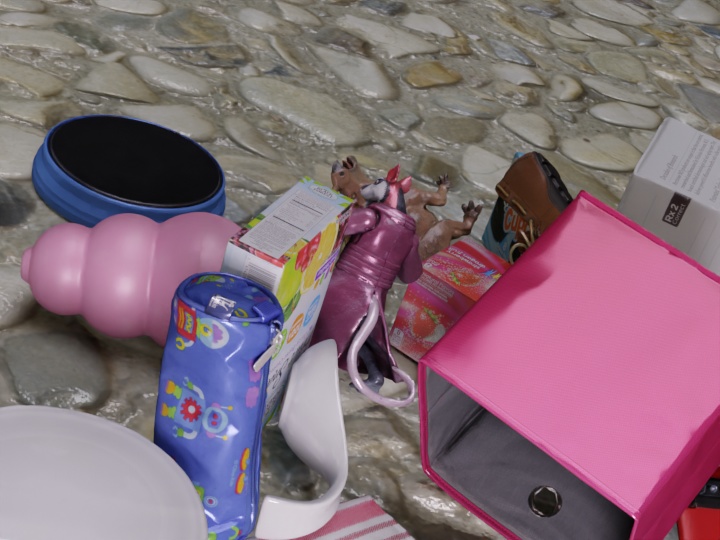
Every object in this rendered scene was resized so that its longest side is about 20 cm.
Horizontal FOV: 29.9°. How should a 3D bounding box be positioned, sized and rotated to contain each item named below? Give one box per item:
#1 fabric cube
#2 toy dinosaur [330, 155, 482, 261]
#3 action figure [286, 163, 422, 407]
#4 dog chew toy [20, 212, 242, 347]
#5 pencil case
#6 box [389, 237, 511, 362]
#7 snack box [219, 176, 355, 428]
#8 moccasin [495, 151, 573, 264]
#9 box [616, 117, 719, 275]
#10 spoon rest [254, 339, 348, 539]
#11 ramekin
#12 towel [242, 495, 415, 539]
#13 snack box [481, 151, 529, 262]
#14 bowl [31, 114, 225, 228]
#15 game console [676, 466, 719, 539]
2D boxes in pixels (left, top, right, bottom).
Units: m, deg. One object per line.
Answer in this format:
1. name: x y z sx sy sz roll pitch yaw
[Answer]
1. fabric cube: 0.180 0.103 1.049 0.196 0.200 0.199 34 65 22
2. toy dinosaur: 0.051 -0.035 1.402 0.200 0.086 0.135 45 45 9
3. action figure: 0.000 0.000 1.183 0.134 0.201 0.149 22 2 -27
4. dog chew toy: -0.188 0.006 1.150 0.199 0.125 0.125 7 31 -7
5. pencil case: -0.101 0.101 0.952 0.087 0.201 0.078 19 20 28
6. box: 0.140 0.066 1.264 0.200 0.096 0.100 33 33 22
7. snack box: -0.076 0.042 1.068 0.053 0.201 0.142 25 30 12
8. moccasin: 0.182 -0.030 1.295 0.074 0.078 0.202 33 24 -48
9. box: 0.327 -0.026 1.424 0.130 0.200 0.200 26 30 11
10. spoon rest: -0.037 0.133 1.050 0.060 0.100 0.200 15 33 -3
11. ramekin: -0.204 0.186 0.862 0.201 0.095 0.203 15 29 -9
12. towel: 0.009 0.245 0.963 0.146 0.030 0.200 -10 38 -42
13. snack box: 0.191 -0.026 1.426 0.037 0.117 0.200 7 32 -21
14. bowl: -0.232 -0.098 1.370 0.200 0.040 0.201 15 30 -9
15. game console: 0.338 0.240 1.176 0.199 0.119 0.172 9 0 -19
